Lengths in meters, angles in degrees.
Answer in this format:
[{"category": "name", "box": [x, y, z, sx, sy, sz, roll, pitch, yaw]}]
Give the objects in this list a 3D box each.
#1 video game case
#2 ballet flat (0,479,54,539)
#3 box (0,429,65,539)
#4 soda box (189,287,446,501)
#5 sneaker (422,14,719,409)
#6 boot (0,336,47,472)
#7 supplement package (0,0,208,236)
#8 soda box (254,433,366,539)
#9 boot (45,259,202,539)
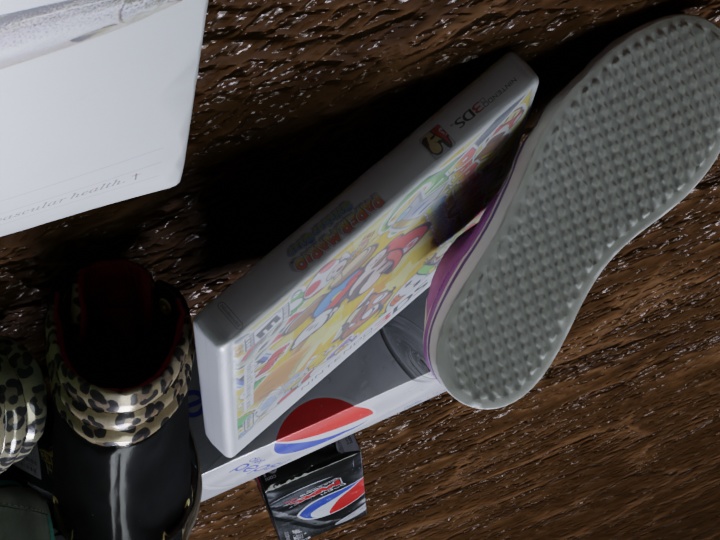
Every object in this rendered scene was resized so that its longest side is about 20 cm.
[{"category": "video game case", "box": [0.000, 0.000, 0.946, 0.182, 0.023, 0.200, -41, 168, -14]}, {"category": "ballet flat", "box": [-0.239, 0.165, 1.006, 0.199, 0.064, 0.067, -24, 159, 8]}, {"category": "box", "box": [-0.223, 0.152, 1.100, 0.199, 0.046, 0.159, -29, 141, 21]}, {"category": "soda box", "box": [-0.027, 0.058, 1.120, 0.199, 0.069, 0.063, -24, 164, 6]}, {"category": "sneaker", "box": [0.091, -0.036, 0.951, 0.201, 0.073, 0.114, -51, -172, 5]}, {"category": "boot", "box": [-0.240, 0.099, 0.956, 0.153, 0.074, 0.204, -17, 166, -33]}, {"category": "supplement package", "box": [-0.104, -0.089, 0.448, 0.116, 0.118, 0.200, -18, 163, -14]}, {"category": "soda box", "box": [-0.037, 0.117, 1.291, 0.063, 0.071, 0.200, -22, 164, -5]}, {"category": "boot", "box": [-0.110, 0.062, 0.954, 0.073, 0.200, 0.151, 2, 124, -2]}]
